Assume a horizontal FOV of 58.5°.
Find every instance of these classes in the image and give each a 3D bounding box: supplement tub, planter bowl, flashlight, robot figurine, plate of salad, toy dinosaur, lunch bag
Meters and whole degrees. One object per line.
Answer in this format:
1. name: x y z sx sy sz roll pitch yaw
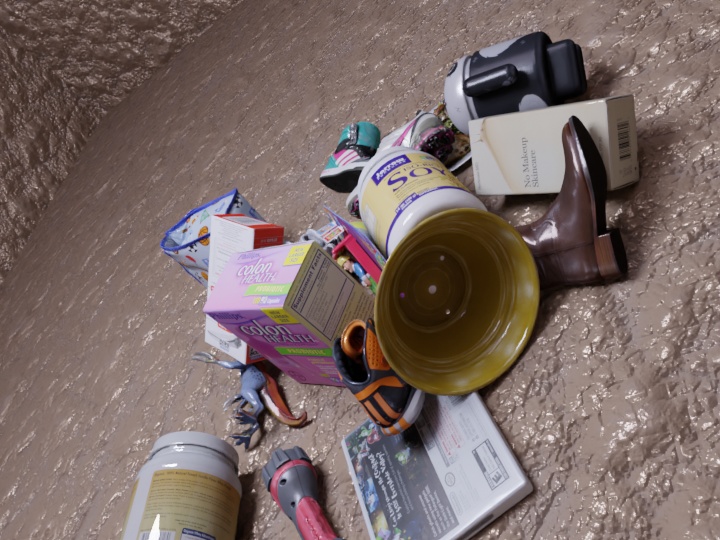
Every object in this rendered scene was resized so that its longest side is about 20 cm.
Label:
1. supplement tub: 0.079 -0.076 0.880 0.145 0.145 0.201 -41 34 8
2. planter bowl: 0.095 0.029 0.721 0.201 0.200 0.083 -49 20 -4
3. flashlight: -0.053 0.283 0.735 0.068 0.067 0.200 -53 32 -1
4. robot figurine: 0.217 -0.266 0.921 0.197 0.150 0.127 -9 56 32
5. plate of salad: 0.137 -0.231 1.060 0.198 0.048 0.202 -30 37 26
6. supplement tub: -0.229 0.326 0.818 0.143 0.144 0.202 -27 38 26
7. toy dinosaur: -0.158 0.179 0.985 0.195 0.107 0.183 3 37 6
8. lunch bag: -0.251 -0.035 1.184 0.198 0.170 0.125 -22 38 33

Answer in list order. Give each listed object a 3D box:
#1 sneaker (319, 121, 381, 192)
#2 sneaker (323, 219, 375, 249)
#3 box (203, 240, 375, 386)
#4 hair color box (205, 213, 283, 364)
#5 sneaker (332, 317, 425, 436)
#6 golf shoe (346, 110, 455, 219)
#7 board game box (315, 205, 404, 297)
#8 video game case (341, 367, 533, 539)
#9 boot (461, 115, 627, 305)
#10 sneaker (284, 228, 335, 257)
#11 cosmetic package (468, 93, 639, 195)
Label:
1. sneaker: 0.013 -0.207 1.150 0.198 0.083 0.123 6 69 52
2. sneaker: -0.044 -0.033 1.050 0.197 0.079 0.091 -14 26 38
3. box: -0.074 0.066 0.860 0.174 0.200 0.098 -5 51 44
4. hair color box: -0.177 0.025 0.973 0.110 0.063 0.205 18 107 41
5. sneaker: 0.033 0.088 0.759 0.077 0.112 0.201 -35 15 26
6. golf shoe: 0.052 -0.162 1.001 0.199 0.073 0.093 -41 49 5
7. board game box: 0.000 0.000 0.876 0.039 0.159 0.200 -38 33 -8
8. video game case: 0.072 0.212 0.709 0.181 0.023 0.201 -40 35 10
9. boot: 0.188 -0.058 0.749 0.198 0.064 0.191 -16 83 40
10. sneaker: -0.110 -0.007 1.001 0.197 0.117 0.075 14 28 29
11. cosmetic package: 0.237 -0.152 0.805 0.072 0.106 0.198 -18 14 -38
